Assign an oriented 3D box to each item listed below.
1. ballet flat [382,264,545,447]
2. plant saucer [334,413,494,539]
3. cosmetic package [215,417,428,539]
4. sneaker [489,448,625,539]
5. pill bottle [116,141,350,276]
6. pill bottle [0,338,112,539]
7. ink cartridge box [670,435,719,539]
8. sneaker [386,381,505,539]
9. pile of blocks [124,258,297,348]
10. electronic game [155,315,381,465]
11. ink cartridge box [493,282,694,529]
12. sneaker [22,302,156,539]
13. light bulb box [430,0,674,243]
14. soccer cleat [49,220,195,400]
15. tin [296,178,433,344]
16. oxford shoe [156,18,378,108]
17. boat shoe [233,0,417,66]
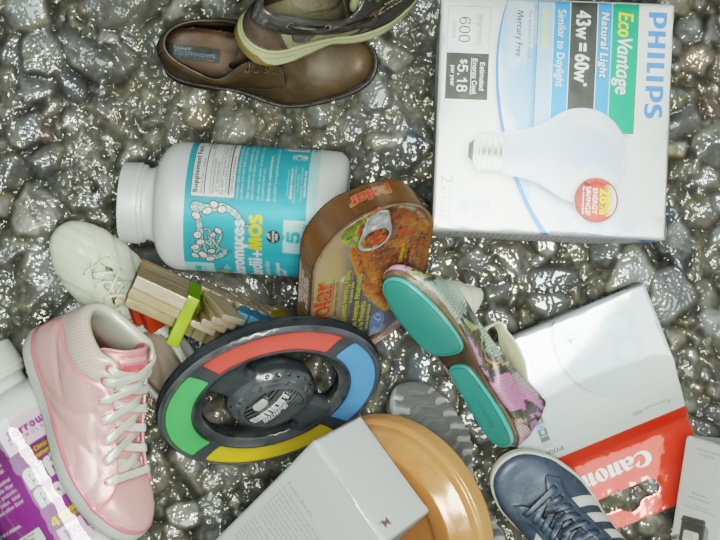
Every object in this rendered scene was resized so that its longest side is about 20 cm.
[{"bbox_3d":[0.092,0.059,1.224,0.071,0.069,0.201,-47,110,-29],"label":"ballet flat"},{"bbox_3d":[0.024,0.225,1.236,0.198,0.037,0.203,10,107,36],"label":"plant saucer"},{"bbox_3d":[-0.045,0.226,1.220,0.102,0.071,0.200,53,127,12],"label":"cosmetic package"},{"bbox_3d":[0.193,0.238,1.250,0.200,0.085,0.075,44,97,-11],"label":"sneaker"},{"bbox_3d":[-0.109,-0.053,1.252,0.197,0.111,0.113,3,91,1],"label":"pill bottle"},{"bbox_3d":[-0.289,0.166,1.258,0.112,0.112,0.201,-33,91,1],"label":"pill bottle"},{"bbox_3d":[0.332,0.253,1.253,0.114,0.066,0.203,7,91,-27],"label":"ink cartridge box"},{"bbox_3d":[0.062,0.199,1.273,0.074,0.082,0.202,-8,71,-36],"label":"sneaker"},{"bbox_3d":[-0.121,0.054,1.239,0.198,0.082,0.063,19,104,-33],"label":"pile of blocks"},{"bbox_3d":[-0.077,0.105,1.226,0.197,0.201,0.042,-21,55,1],"label":"electronic game"},{"bbox_3d":[0.213,0.133,1.282,0.158,0.047,0.202,-22,89,2],"label":"ink cartridge box"},{"bbox_3d":[-0.208,0.121,1.205,0.104,0.075,0.202,-30,79,34],"label":"sneaker"},{"bbox_3d":[0.161,-0.125,1.239,0.197,0.125,0.202,2,91,2],"label":"light bulb box"},{"bbox_3d":[-0.205,0.037,1.271,0.069,0.078,0.201,-38,90,1],"label":"soccer cleat"},{"bbox_3d":[0.000,0.000,1.207,0.111,0.201,0.042,-24,59,-21],"label":"tin"},{"bbox_3d":[-0.082,-0.184,1.262,0.197,0.084,0.074,1,90,-1],"label":"oxford shoe"},{"bbox_3d":[-0.015,-0.234,1.232,0.199,0.065,0.074,-32,84,-29],"label":"boat shoe"}]
